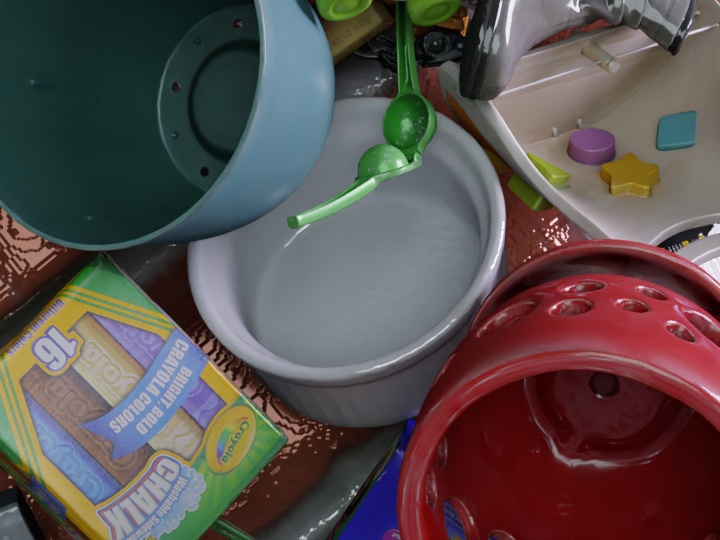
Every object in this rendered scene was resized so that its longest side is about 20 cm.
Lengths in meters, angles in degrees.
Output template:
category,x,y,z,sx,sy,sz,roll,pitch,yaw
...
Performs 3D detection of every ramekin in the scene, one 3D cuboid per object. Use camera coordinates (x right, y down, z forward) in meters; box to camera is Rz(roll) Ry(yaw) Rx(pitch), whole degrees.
category,x,y,z,sx,sy,sz,roll,pitch,yaw
ramekin,0.000,0.000,1.112,0.199,0.098,0.202,-7,58,12

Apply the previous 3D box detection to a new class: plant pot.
category,x,y,z,sx,sy,sz,roll,pitch,yaw
plant pot,-0.105,-0.108,1.030,0.199,0.161,0.202,-1,87,26
plant pot,0.131,0.095,0.974,0.199,0.183,0.202,4,113,10

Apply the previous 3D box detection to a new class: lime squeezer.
category,x,y,z,sx,sy,sz,roll,pitch,yaw
lime squeezer,0.015,-0.082,1.052,0.037,0.071,0.201,5,53,26

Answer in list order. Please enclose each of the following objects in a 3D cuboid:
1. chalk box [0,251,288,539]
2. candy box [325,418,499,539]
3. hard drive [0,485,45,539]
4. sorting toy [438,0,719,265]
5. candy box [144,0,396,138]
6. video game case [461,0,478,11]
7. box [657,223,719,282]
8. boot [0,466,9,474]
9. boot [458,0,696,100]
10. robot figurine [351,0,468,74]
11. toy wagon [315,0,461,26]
category,x,y,z,sx,sy,sz,roll,pitch,yaw
chalk box,-0.133,0.108,1.056,0.200,0.124,0.124,47,73,-6
candy box,0.041,0.225,1.096,0.169,0.077,0.201,34,102,2
hard drive,-0.278,0.229,1.100,0.199,0.033,0.140,-22,118,-2
sorting toy,0.173,-0.068,1.104,0.199,0.107,0.180,-19,49,-23
candy box,-0.091,-0.152,1.145,0.199,0.056,0.117,-34,92,15
video game case,0.048,-0.268,1.152,0.181,0.023,0.201,18,59,-26
box,0.241,0.064,1.127,0.159,0.049,0.201,-16,75,-32
boot,-0.175,0.085,1.146,0.200,0.077,0.139,43,78,-9
boot,0.142,-0.164,1.081,0.130,0.068,0.201,23,52,2
robot figurine,-0.003,-0.208,1.194,0.198,0.058,0.146,12,82,1
toy wagon,0.013,-0.220,1.055,0.199,0.040,0.156,-3,63,-39
